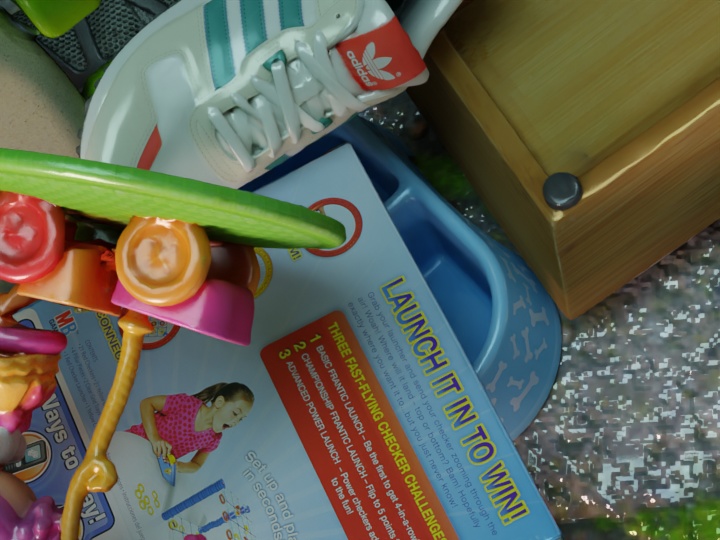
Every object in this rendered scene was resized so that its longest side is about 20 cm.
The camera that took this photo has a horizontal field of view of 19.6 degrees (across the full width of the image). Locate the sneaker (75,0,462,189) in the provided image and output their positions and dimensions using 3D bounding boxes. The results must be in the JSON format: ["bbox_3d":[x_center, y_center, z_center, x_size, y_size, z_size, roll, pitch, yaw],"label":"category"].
[{"bbox_3d":[-0.027,-0.085,0.843,0.200,0.070,0.093,-44,33,-20],"label":"sneaker"}]

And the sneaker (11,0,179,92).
[{"bbox_3d":[-0.146,-0.113,1.020,0.198,0.076,0.115,0,67,19],"label":"sneaker"}]

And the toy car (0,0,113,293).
[{"bbox_3d":[-0.192,-0.084,0.929,0.164,0.158,0.200,-38,33,-4],"label":"toy car"}]

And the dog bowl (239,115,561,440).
[{"bbox_3d":[0.000,0.000,0.925,0.111,0.050,0.200,-44,59,1],"label":"dog bowl"}]

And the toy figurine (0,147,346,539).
[{"bbox_3d":[-0.118,0.056,0.750,0.199,0.150,0.185,10,86,16],"label":"toy figurine"}]

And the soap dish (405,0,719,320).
[{"bbox_3d":[0.126,-0.099,0.894,0.200,0.081,0.158,-36,60,5],"label":"soap dish"}]

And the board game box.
[{"bbox_3d":[-0.046,0.078,0.831,0.195,0.056,0.201,-26,61,-2],"label":"board game box"}]
